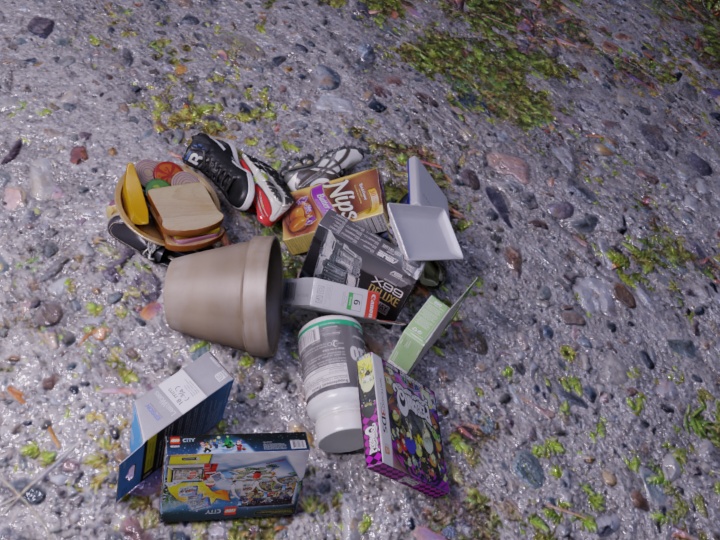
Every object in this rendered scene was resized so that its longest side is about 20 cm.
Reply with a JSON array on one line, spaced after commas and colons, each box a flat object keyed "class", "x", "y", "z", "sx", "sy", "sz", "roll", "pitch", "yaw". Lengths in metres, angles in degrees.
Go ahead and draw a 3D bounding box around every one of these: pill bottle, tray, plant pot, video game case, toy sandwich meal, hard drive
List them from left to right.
[{"class": "toy sandwich meal", "x": -0.323, "y": -0.122, "z": 1.291, "sx": 0.203, "sy": 0.070, "sz": 0.207, "roll": 15, "pitch": 51, "yaw": -19}, {"class": "plant pot", "x": -0.223, "y": 0.040, "z": 1.235, "sx": 0.172, "sy": 0.201, "sz": 0.201, "roll": 2, "pitch": 51, "yaw": 3}, {"class": "pill bottle", "x": -0.037, "y": 0.184, "z": 1.224, "sx": 0.112, "sy": 0.113, "sz": 0.201, "roll": 2, "pitch": 54, "yaw": -19}, {"class": "video game case", "x": 0.068, "y": 0.247, "z": 1.190, "sx": 0.200, "sy": 0.036, "sz": 0.183, "roll": 38, "pitch": 37, "yaw": -44}, {"class": "tray", "x": 0.113, "y": -0.064, "z": 1.340, "sx": 0.199, "sy": 0.022, "sz": 0.108, "roll": -2, "pitch": 68, "yaw": -54}, {"class": "hard drive", "x": 0.138, "y": -0.133, "z": 1.507, "sx": 0.132, "sy": 0.025, "sz": 0.201, "roll": 50, "pitch": 23, "yaw": -26}]

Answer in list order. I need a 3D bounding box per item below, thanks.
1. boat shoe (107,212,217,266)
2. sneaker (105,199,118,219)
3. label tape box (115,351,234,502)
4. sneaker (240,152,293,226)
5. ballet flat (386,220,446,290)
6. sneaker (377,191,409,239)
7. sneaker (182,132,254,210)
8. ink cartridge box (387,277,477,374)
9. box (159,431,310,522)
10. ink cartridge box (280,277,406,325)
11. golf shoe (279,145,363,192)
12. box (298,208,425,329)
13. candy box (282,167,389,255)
[{"class": "boat shoe", "x": -0.347, "y": -0.045, "z": 1.306, "sx": 0.198, "sy": 0.073, "sz": 0.063, "roll": 20, "pitch": 32, "yaw": -11}, {"class": "sneaker", "x": -0.369, "y": -0.127, "z": 1.374, "sx": 0.198, "sy": 0.075, "sz": 0.090, "roll": -6, "pitch": 48, "yaw": -32}, {"class": "label tape box", "x": -0.284, "y": 0.222, "z": 1.082, "sx": 0.063, "sy": 0.145, "sz": 0.200, "roll": 43, "pitch": 52, "yaw": 15}, {"class": "sneaker", "x": -0.201, "y": -0.157, "z": 1.453, "sx": 0.077, "sy": 0.085, "sz": 0.200, "roll": 24, "pitch": 23, "yaw": -38}, {"class": "ballet flat", "x": 0.110, "y": -0.022, "z": 1.409, "sx": 0.200, "sy": 0.072, "sz": 0.073, "roll": 45, "pitch": 30, "yaw": -46}, {"class": "sneaker", "x": 0.092, "y": -0.099, "z": 1.485, "sx": 0.083, "sy": 0.074, "sz": 0.200, "roll": 56, "pitch": 29, "yaw": -9}, {"class": "sneaker", "x": -0.278, "y": -0.187, "z": 1.419, "sx": 0.111, "sy": 0.073, "sz": 0.200, "roll": 14, "pitch": 30, "yaw": -37}, {"class": "ink cartridge box", "x": 0.121, "y": 0.098, "z": 1.327, "sx": 0.048, "sy": 0.146, "sz": 0.200, "roll": 34, "pitch": 50, "yaw": 10}, {"class": "box", "x": -0.181, "y": 0.293, "z": 1.069, "sx": 0.198, "sy": 0.138, "sz": 0.038, "roll": 3, "pitch": 34, "yaw": -19}, {"class": "ink cartridge box", "x": -0.026, "y": 0.054, "z": 1.294, "sx": 0.199, "sy": 0.109, "sz": 0.051, "roll": 13, "pitch": 82, "yaw": -33}, {"class": "golf shoe", "x": -0.067, "y": -0.195, "z": 1.542, "sx": 0.199, "sy": 0.078, "sz": 0.095, "roll": -22, "pitch": 81, "yaw": -30}, {"class": "box", "x": 0.000, "y": 0.000, "z": 1.351, "sx": 0.199, "sy": 0.158, "sz": 0.050, "roll": 30, "pitch": 49, "yaw": 3}, {"class": "candy box", "x": -0.049, "y": -0.112, "z": 1.421, "sx": 0.198, "sy": 0.057, "sz": 0.118, "roll": -14, "pitch": 53, "yaw": 10}]
